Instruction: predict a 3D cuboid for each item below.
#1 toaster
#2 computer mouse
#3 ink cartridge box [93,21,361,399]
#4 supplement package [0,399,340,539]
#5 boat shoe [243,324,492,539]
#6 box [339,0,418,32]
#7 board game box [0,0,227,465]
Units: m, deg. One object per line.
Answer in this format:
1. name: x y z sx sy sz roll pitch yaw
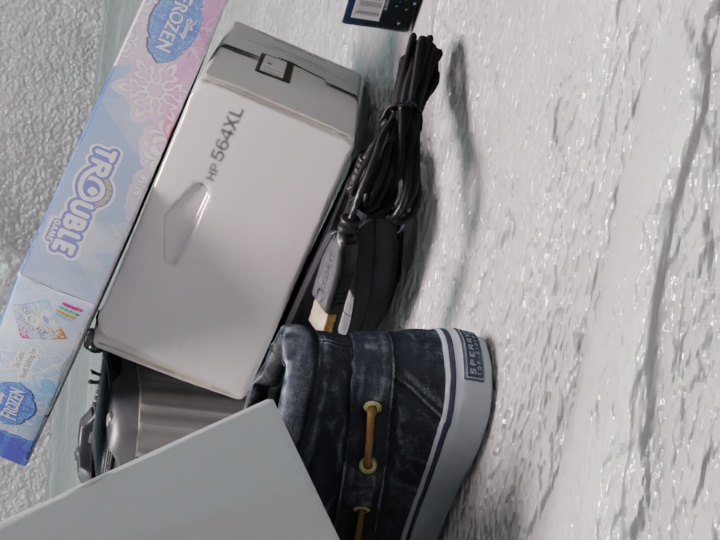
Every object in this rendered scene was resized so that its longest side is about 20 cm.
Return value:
1. toaster: -0.083 0.091 1.163 0.200 0.129 0.114 -116 36 -68
2. computer mouse: 0.000 0.000 1.000 0.141 0.046 0.200 -73 7 -53
3. ink cartridge box: -0.063 -0.036 1.109 0.200 0.084 0.146 -86 19 -75
4. supplement package: -0.070 0.180 0.825 0.200 0.152 0.151 64 162 6
5. boat shoe: -0.013 0.099 0.927 0.071 0.091 0.201 -98 19 -50
6. box: 0.026 -0.238 1.062 0.200 0.038 0.137 109 162 -45
7. board game box: -0.137 -0.027 1.102 0.199 0.043 0.200 124 167 -58
